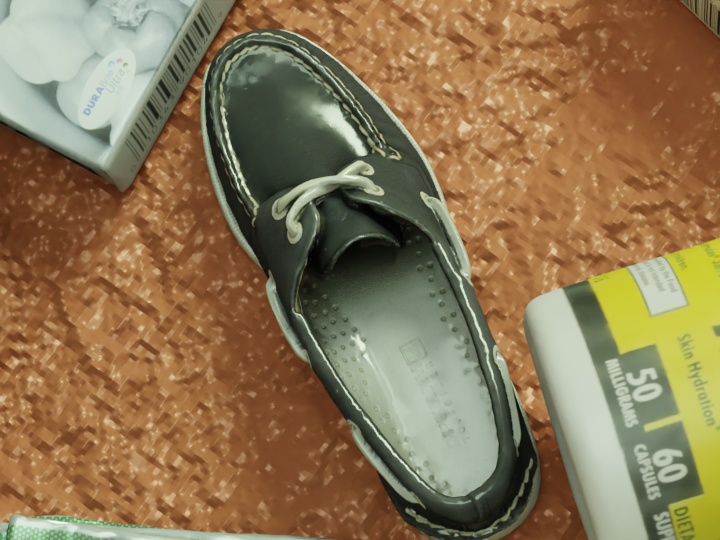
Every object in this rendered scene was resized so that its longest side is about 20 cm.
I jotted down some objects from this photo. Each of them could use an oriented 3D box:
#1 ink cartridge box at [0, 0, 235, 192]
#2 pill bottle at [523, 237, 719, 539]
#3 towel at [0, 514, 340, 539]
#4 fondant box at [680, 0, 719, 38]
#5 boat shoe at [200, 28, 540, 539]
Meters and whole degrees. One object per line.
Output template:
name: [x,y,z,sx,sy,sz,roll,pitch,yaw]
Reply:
ink cartridge box: [-0.123,-0.159,1.000,0.200,0.043,0.198,27,81,12]
pill bottle: [0.161,0.032,0.890,0.199,0.111,0.112,-18,76,1]
towel: [-0.062,0.183,0.918,0.149,0.031,0.201,4,77,7]
fondant box: [0.205,-0.144,0.955,0.200,0.058,0.144,-43,76,-4]
boat shoe: [0.000,0.000,0.939,0.074,0.060,0.200,-23,75,1]
